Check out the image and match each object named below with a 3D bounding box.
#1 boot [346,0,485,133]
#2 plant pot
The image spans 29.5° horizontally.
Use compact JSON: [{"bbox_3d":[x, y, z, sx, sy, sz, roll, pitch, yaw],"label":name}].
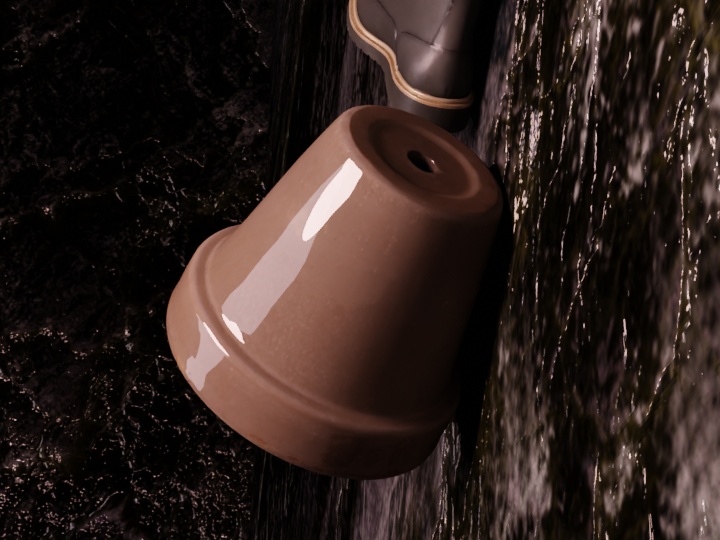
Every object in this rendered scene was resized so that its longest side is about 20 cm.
[{"bbox_3d":[0.052,-0.205,0.959,0.200,0.077,0.139,-117,34,-50],"label":"boot"},{"bbox_3d":[0.000,0.000,0.850,0.175,0.199,0.201,-59,21,31],"label":"plant pot"}]
